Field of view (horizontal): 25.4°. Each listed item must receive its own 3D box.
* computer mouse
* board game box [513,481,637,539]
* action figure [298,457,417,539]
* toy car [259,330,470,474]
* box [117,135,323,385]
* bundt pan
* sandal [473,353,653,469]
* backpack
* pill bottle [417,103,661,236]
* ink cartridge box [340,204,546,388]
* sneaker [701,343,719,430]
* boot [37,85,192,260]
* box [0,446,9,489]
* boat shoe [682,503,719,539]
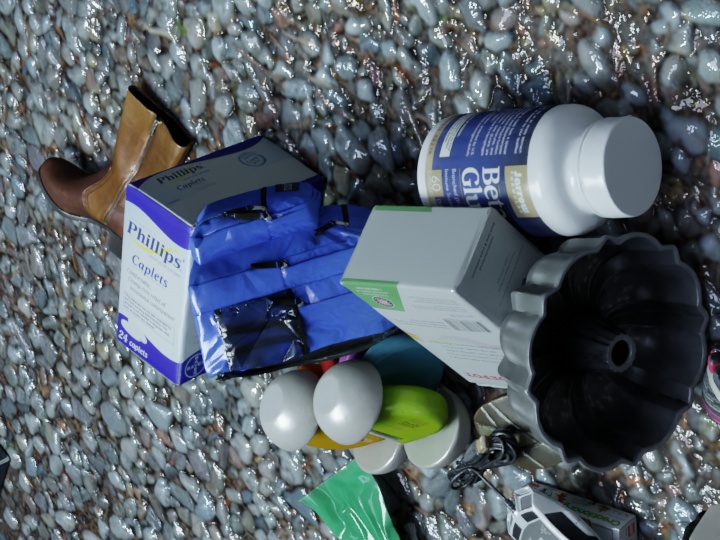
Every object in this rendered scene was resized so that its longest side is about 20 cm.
[{"bbox_3d":[0.172,0.236,1.502,0.200,0.044,0.110,46,142,12],"label":"computer mouse"},{"bbox_3d":[0.214,0.316,1.563,0.126,0.035,0.201,13,118,42],"label":"board game box"},{"bbox_3d":[0.030,0.302,1.739,0.200,0.055,0.118,53,137,3],"label":"action figure"},{"bbox_3d":[0.010,0.117,1.613,0.199,0.174,0.151,-14,62,49],"label":"toy car"},{"bbox_3d":[-0.147,-0.012,1.670,0.105,0.183,0.201,34,131,32],"label":"box"},{"bbox_3d":[0.195,0.063,1.342,0.076,0.201,0.203,15,120,55],"label":"bundt pan"},{"bbox_3d":[0.195,0.123,1.481,0.200,0.055,0.082,-33,90,35],"label":"sandal"},{"bbox_3d":[-0.057,0.004,1.492,0.163,0.198,0.169,-98,-2,-73],"label":"backpack"},{"bbox_3d":[0.154,-0.085,1.369,0.199,0.111,0.112,0,109,47],"label":"pill bottle"},{"bbox_3d":[0.105,0.027,1.418,0.145,0.088,0.200,3,151,47],"label":"ink cartridge box"},{"bbox_3d":[0.356,0.144,1.300,0.200,0.080,0.075,55,157,32],"label":"sneaker"},{"bbox_3d":[-0.290,-0.128,1.854,0.188,0.068,0.201,44,135,23],"label":"boot"},{"bbox_3d":[-0.647,0.331,2.364,0.124,0.196,0.201,46,135,20],"label":"box"},{"bbox_3d":[0.375,0.246,1.343,0.199,0.075,0.093,-6,122,47],"label":"boat shoe"}]
